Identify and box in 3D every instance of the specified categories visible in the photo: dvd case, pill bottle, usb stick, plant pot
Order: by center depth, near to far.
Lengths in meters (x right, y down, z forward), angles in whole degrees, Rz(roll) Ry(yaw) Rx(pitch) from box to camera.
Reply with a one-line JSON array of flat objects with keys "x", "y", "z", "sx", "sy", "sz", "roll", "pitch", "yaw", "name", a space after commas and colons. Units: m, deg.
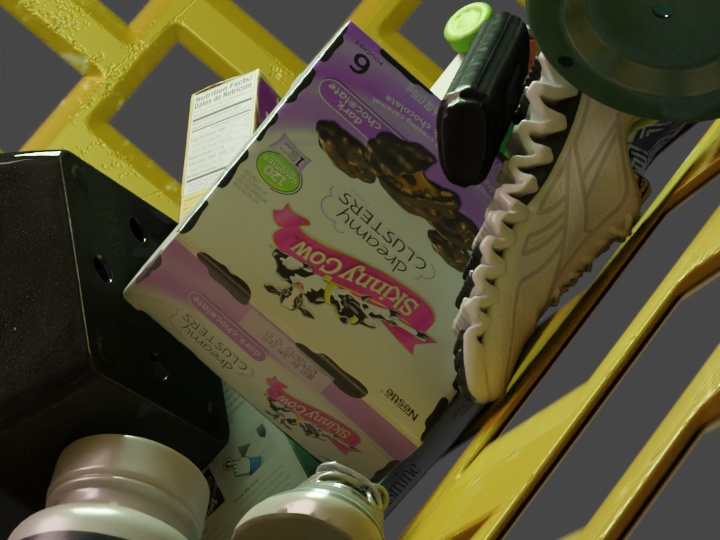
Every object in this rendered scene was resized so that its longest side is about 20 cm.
[{"x": -0.133, "y": 0.185, "z": 1.357, "sx": 0.111, "sy": 0.110, "sz": 0.201, "roll": -48, "pitch": 24, "yaw": 49, "name": "pill bottle"}, {"x": 0.167, "y": -0.184, "z": 1.367, "sx": 0.200, "sy": 0.199, "sz": 0.189, "roll": -48, "pitch": 18, "yaw": 49, "name": "plant pot"}, {"x": 0.067, "y": -0.094, "z": 1.476, "sx": 0.200, "sy": 0.032, "sz": 0.056, "roll": -64, "pitch": -21, "yaw": -71, "name": "usb stick"}, {"x": -0.184, "y": 0.046, "z": 1.487, "sx": 0.177, "sy": 0.201, "sz": 0.199, "roll": -25, "pitch": -32, "yaw": 21, "name": "plant pot"}, {"x": 0.027, "y": 0.099, "z": 1.528, "sx": 0.200, "sy": 0.018, "sz": 0.143, "roll": -50, "pitch": 3, "yaw": 25, "name": "dvd case"}]

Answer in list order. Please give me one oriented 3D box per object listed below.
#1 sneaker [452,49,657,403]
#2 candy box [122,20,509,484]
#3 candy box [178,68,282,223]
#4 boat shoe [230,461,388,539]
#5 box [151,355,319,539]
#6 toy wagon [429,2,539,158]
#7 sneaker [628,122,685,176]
[{"x": 0.101, "y": -0.024, "z": 1.408, "sx": 0.075, "sy": 0.081, "sz": 0.201, "roll": 119, "pitch": 170, "yaw": -81, "name": "sneaker"}, {"x": -0.003, "y": -0.008, "z": 1.469, "sx": 0.072, "sy": 0.168, "sz": 0.200, "roll": -44, "pitch": 7, "yaw": 48, "name": "candy box"}, {"x": -0.060, "y": -0.010, "z": 1.684, "sx": 0.056, "sy": 0.117, "sz": 0.201, "roll": -18, "pitch": 44, "yaw": 24, "name": "candy box"}, {"x": -0.023, "y": 0.128, "z": 1.347, "sx": 0.072, "sy": 0.070, "sz": 0.201, "roll": -57, "pitch": 1, "yaw": -23, "name": "boat shoe"}, {"x": -0.091, "y": 0.112, "z": 1.528, "sx": 0.144, "sy": 0.201, "sz": 0.036, "roll": -44, "pitch": -37, "yaw": 20, "name": "box"}, {"x": 0.095, "y": -0.085, "z": 1.621, "sx": 0.200, "sy": 0.155, "sz": 0.039, "roll": -50, "pitch": 36, "yaw": -18, "name": "toy wagon"}, {"x": 0.129, "y": -0.103, "z": 1.562, "sx": 0.200, "sy": 0.115, "sz": 0.075, "roll": -50, "pitch": 1, "yaw": 10, "name": "sneaker"}]
